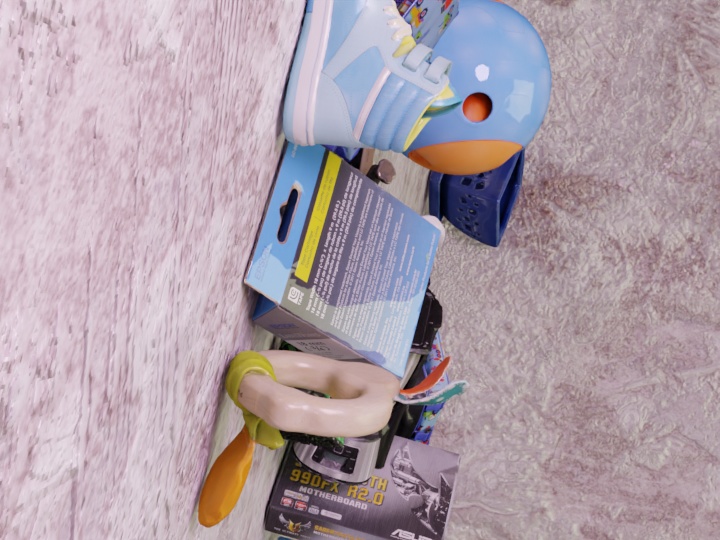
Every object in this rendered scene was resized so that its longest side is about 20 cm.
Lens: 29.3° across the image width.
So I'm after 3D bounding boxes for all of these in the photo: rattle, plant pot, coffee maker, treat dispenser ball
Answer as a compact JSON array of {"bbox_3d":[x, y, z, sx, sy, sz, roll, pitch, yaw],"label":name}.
[{"bbox_3d":[-0.016,0.136,1.098,0.200,0.130,0.143,4,90,-42],"label":"rattle"},{"bbox_3d":[0.259,-0.198,3.128,0.200,0.179,0.200,84,25,-58],"label":"plant pot"},{"bbox_3d":[0.013,0.114,1.538,0.192,0.135,0.200,-29,146,-55],"label":"coffee maker"},{"bbox_3d":[0.110,-0.206,1.522,0.201,0.200,0.201,14,90,-85],"label":"treat dispenser ball"}]

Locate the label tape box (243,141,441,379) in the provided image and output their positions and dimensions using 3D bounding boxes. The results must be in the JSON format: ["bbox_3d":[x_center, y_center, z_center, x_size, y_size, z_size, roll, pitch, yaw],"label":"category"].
[{"bbox_3d":[-0.029,-0.011,1.154,0.200,0.063,0.144,34,63,-40],"label":"label tape box"}]

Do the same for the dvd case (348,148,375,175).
[{"bbox_3d":[-0.011,-0.073,1.411,0.149,0.016,0.200,-97,-166,-60],"label":"dvd case"}]

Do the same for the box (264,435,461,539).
[{"bbox_3d":[0.006,0.256,1.595,0.159,0.200,0.048,-70,175,-49],"label":"box"}]

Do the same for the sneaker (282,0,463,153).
[{"bbox_3d":[0.024,-0.182,1.051,0.080,0.130,0.200,8,95,-83],"label":"sneaker"}]

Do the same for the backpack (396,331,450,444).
[{"bbox_3d":[0.018,0.166,1.742,0.183,0.134,0.200,-102,-157,-51],"label":"backpack"}]

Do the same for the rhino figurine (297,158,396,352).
[{"bbox_3d":[-0.029,-0.008,1.270,0.087,0.060,0.200,-18,-128,60],"label":"rhino figurine"}]

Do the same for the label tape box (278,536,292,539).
[{"bbox_3d":[-0.093,0.440,1.683,0.200,0.063,0.144,97,9,-51],"label":"label tape box"}]

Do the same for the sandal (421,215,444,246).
[{"bbox_3d":[0.005,0.001,1.336,0.203,0.082,0.050,-38,-119,32],"label":"sandal"}]

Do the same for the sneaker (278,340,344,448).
[{"bbox_3d":[-0.047,0.121,1.359,0.200,0.078,0.085,92,10,-66],"label":"sneaker"}]

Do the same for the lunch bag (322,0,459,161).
[{"bbox_3d":[0.009,-0.197,1.215,0.200,0.094,0.151,-63,173,-12],"label":"lunch bag"}]
